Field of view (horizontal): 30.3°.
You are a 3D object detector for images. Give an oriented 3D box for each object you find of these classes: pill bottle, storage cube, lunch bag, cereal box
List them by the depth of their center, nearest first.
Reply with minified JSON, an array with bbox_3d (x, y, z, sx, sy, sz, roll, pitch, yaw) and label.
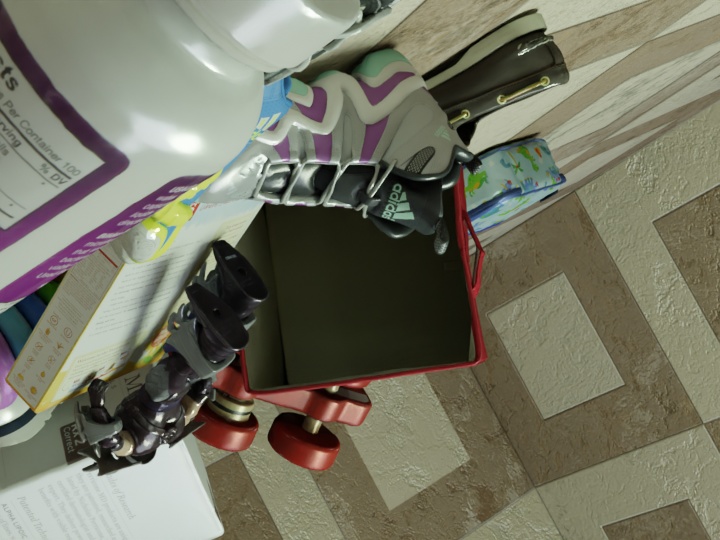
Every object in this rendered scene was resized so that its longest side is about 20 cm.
[{"bbox_3d":[-0.103,-0.061,0.424,0.200,0.113,0.112,-30,175,21],"label":"pill bottle"},{"bbox_3d":[-0.145,0.000,0.908,0.200,0.040,0.144,-54,164,26],"label":"cereal box"},{"bbox_3d":[0.000,0.000,1.038,0.199,0.172,0.180,-8,176,7],"label":"storage cube"},{"bbox_3d":[0.169,-0.104,1.767,0.160,0.083,0.200,-28,175,33],"label":"lunch bag"}]

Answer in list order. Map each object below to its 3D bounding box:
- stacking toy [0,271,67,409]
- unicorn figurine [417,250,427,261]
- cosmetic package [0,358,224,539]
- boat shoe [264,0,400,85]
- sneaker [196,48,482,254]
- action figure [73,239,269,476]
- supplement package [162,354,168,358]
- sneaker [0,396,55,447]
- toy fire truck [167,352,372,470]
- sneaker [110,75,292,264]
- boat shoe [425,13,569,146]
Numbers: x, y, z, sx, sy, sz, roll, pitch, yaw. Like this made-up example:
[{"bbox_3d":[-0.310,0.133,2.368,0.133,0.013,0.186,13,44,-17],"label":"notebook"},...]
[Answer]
[{"bbox_3d":[-0.227,0.032,0.985,0.200,0.086,0.085,-33,179,-39],"label":"stacking toy"},{"bbox_3d":[0.017,-0.061,1.165,0.199,0.138,0.074,-9,168,-13],"label":"unicorn figurine"},{"bbox_3d":[-0.251,0.168,1.186,0.199,0.165,0.165,-22,133,-5],"label":"cosmetic package"},{"bbox_3d":[-0.022,-0.120,0.513,0.068,0.074,0.199,-42,-171,-20],"label":"boat shoe"},{"bbox_3d":[-0.002,-0.057,0.828,0.200,0.140,0.078,-29,160,-35],"label":"sneaker"},{"bbox_3d":[-0.134,0.075,0.937,0.200,0.069,0.130,-52,174,35],"label":"action figure"},{"bbox_3d":[-0.185,0.076,1.377,0.117,0.118,0.200,-21,171,-45],"label":"supplement package"},{"bbox_3d":[-0.276,0.070,1.080,0.076,0.081,0.200,-17,-163,6],"label":"sneaker"},{"bbox_3d":[-0.087,0.087,1.226,0.113,0.199,0.168,-66,-155,14],"label":"toy fire truck"},{"bbox_3d":[-0.086,-0.066,0.695,0.105,0.076,0.200,-27,174,-22],"label":"sneaker"},{"bbox_3d":[0.073,-0.126,1.059,0.201,0.061,0.072,-31,175,30],"label":"boat shoe"}]
